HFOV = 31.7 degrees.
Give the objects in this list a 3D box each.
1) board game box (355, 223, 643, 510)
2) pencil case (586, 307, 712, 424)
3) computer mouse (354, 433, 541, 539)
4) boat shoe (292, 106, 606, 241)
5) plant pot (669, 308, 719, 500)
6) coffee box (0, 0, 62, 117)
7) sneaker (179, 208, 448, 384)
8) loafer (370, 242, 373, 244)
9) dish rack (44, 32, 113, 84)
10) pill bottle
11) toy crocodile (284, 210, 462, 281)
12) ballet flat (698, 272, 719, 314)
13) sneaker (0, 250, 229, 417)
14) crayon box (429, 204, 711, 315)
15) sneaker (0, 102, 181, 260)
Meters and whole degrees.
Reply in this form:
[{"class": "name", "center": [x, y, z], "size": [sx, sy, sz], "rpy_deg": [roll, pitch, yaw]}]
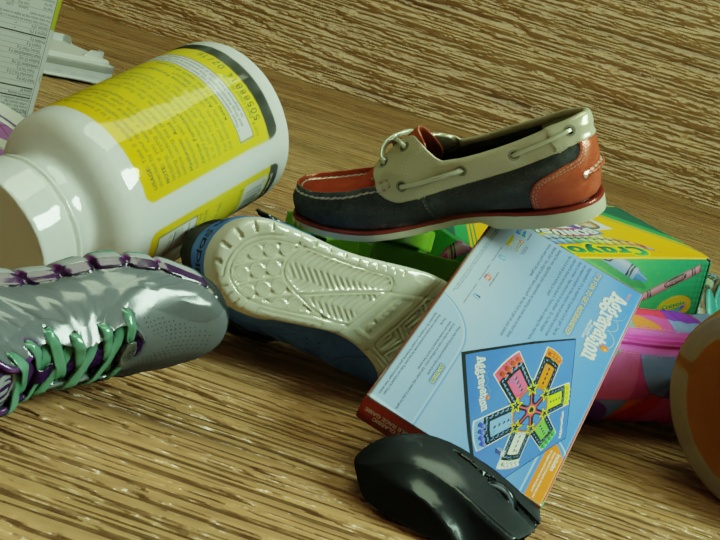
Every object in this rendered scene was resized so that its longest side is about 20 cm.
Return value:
[{"class": "board game box", "center": [0.084, 0.044, 0.700], "size": [0.103, 0.019, 0.200], "rpy_deg": [31, 40, 8]}, {"class": "pencil case", "center": [0.162, 0.059, 0.831], "size": [0.199, 0.089, 0.088], "rpy_deg": [7, 15, -35]}, {"class": "computer mouse", "center": [0.088, 0.119, 0.580], "size": [0.199, 0.034, 0.059], "rpy_deg": [21, 12, 16]}, {"class": "boat shoe", "center": [0.048, -0.059, 0.766], "size": [0.199, 0.063, 0.071], "rpy_deg": [-3, 27, 22]}, {"class": "plant pot", "center": [0.295, 0.069, 0.767], "size": [0.183, 0.201, 0.200], "rpy_deg": [-13, 28, -35]}, {"class": "coffee box", "center": [-0.429, -0.267, 1.214], "size": [0.199, 0.199, 0.200], "rpy_deg": [25, 12, 37]}, {"class": "sneaker", "center": [-0.016, 0.022, 0.767], "size": [0.199, 0.077, 0.111], "rpy_deg": [23, -4, -24]}, {"class": "loafer", "center": [0.052, -0.003, 0.995], "size": [0.200, 0.068, 0.070], "rpy_deg": [9, 22, -19]}, {"class": "dish rack", "center": [-0.443, -0.301, 1.726], "size": [0.199, 0.044, 0.171], "rpy_deg": [4, 19, -44]}, {"class": "pill bottle", "center": [-0.144, -0.058, 0.767], "size": [0.111, 0.112, 0.200], "rpy_deg": [23, 37, 27]}, {"class": "toy crocodile", "center": [0.000, 0.000, 0.860], "size": [0.199, 0.068, 0.062], "rpy_deg": [8, -5, 37]}, {"class": "ballet flat", "center": [0.301, 0.044, 1.169], "size": [0.074, 0.075, 0.200], "rpy_deg": [21, 11, 19]}, {"class": "sneaker", "center": [-0.147, 0.041, 0.572], "size": [0.199, 0.075, 0.088], "rpy_deg": [1, 35, -29]}, {"class": "crayon box", "center": [0.135, -0.004, 0.913], "size": [0.199, 0.059, 0.119], "rpy_deg": [0, 22, -29]}, {"class": "sneaker", "center": [-0.216, -0.039, 0.839], "size": [0.200, 0.073, 0.114], "rpy_deg": [23, 32, 2]}]
